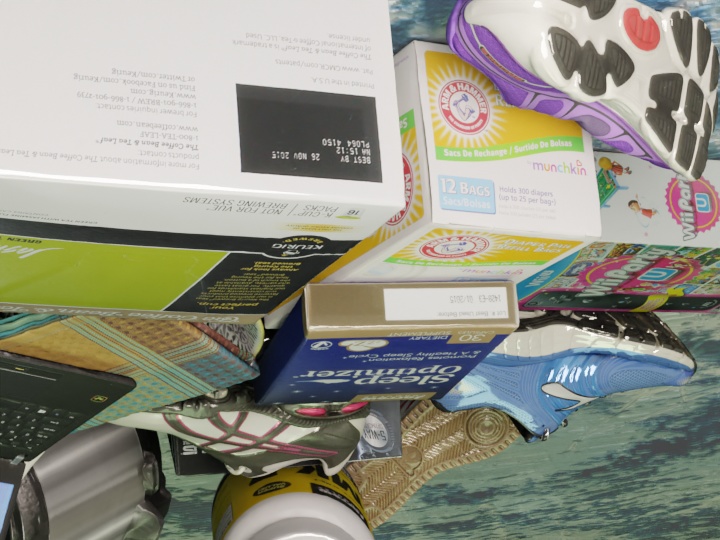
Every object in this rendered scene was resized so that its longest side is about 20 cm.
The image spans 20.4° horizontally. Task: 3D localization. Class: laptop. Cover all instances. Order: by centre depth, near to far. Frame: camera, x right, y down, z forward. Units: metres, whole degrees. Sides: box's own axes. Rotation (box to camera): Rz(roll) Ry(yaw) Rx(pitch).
[{"bbox_3d":[-0.251,0.127,1.147,0.176,0.104,0.200,15,146,-37],"label":"laptop"}]

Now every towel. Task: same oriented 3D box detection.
[{"bbox_3d":[-0.178,0.059,1.168,0.198,0.022,0.147,-17,152,20],"label":"towel"}]

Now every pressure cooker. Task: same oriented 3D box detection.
[{"bbox_3d":[-0.244,0.149,1.492,0.177,0.177,0.200,-11,-171,35],"label":"pressure cooker"}]

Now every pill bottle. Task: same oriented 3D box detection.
[{"bbox_3d":[-0.046,0.197,1.394,0.113,0.115,0.200,-3,-169,-6],"label":"pill bottle"}]

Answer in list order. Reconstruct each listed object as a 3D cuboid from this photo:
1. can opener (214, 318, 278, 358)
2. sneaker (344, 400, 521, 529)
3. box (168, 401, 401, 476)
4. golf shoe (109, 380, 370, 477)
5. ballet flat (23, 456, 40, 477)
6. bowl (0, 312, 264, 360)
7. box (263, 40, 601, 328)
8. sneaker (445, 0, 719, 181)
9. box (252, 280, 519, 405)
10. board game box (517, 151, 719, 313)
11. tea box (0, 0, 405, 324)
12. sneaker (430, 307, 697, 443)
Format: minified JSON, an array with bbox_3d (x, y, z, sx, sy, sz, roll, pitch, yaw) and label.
[{"bbox_3d":[0.000,0.000,1.257,0.198,0.067,0.053,-22,166,-3],"label":"can opener"},{"bbox_3d":[0.055,0.114,1.530,0.199,0.071,0.113,-35,-166,16],"label":"sneaker"},{"bbox_3d":[-0.064,0.096,1.466,0.159,0.044,0.200,-5,-169,-9],"label":"box"},{"bbox_3d":[-0.090,0.098,1.309,0.198,0.077,0.089,3,120,-14],"label":"golf shoe"},{"bbox_3d":[-0.223,0.082,1.339,0.069,0.200,0.070,9,124,14],"label":"ballet flat"},{"bbox_3d":[-0.155,-0.003,1.182,0.199,0.095,0.201,-1,154,-1],"label":"bowl"},{"bbox_3d":[0.032,-0.040,1.121,0.112,0.102,0.200,4,161,-29],"label":"box"},{"bbox_3d":[0.118,-0.104,1.023,0.083,0.081,0.199,2,164,41],"label":"sneaker"},{"bbox_3d":[0.007,0.049,1.175,0.120,0.033,0.200,-1,164,-14],"label":"box"},{"bbox_3d":[0.191,-0.021,1.295,0.198,0.065,0.148,3,162,-19],"label":"board game box"},{"bbox_3d":[-0.110,-0.065,0.945,0.198,0.135,0.197,4,160,-25],"label":"tea box"},{"bbox_3d":[0.133,0.066,1.361,0.198,0.090,0.079,3,-155,-17],"label":"sneaker"}]
